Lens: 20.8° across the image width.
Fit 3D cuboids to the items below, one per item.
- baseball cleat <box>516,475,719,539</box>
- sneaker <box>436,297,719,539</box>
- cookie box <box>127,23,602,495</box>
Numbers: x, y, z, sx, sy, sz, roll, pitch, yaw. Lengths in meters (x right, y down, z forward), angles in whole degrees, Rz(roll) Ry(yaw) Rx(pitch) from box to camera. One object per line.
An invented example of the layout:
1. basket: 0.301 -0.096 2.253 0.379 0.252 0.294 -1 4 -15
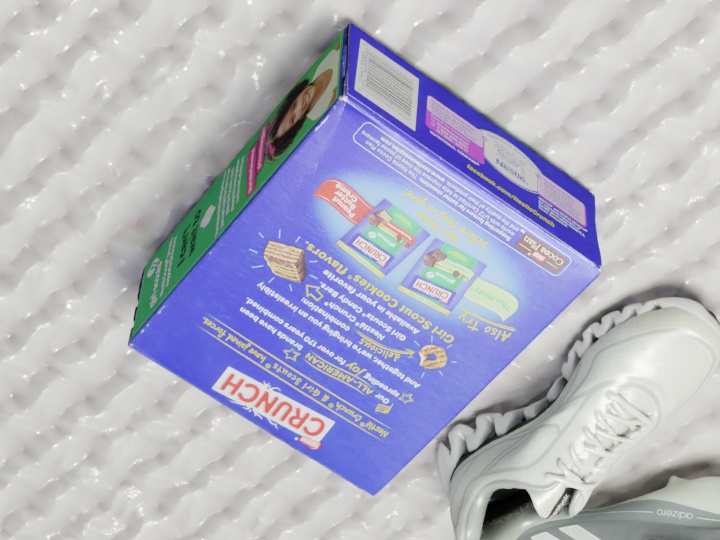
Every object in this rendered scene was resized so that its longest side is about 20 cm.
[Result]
1. baseball cleat: 0.139 0.183 1.138 0.199 0.107 0.070 -26 125 24
2. sneaker: 0.125 0.092 1.092 0.075 0.081 0.200 39 118 -19
3. cookie box: 0.000 0.000 1.038 0.170 0.075 0.200 33 121 -18
